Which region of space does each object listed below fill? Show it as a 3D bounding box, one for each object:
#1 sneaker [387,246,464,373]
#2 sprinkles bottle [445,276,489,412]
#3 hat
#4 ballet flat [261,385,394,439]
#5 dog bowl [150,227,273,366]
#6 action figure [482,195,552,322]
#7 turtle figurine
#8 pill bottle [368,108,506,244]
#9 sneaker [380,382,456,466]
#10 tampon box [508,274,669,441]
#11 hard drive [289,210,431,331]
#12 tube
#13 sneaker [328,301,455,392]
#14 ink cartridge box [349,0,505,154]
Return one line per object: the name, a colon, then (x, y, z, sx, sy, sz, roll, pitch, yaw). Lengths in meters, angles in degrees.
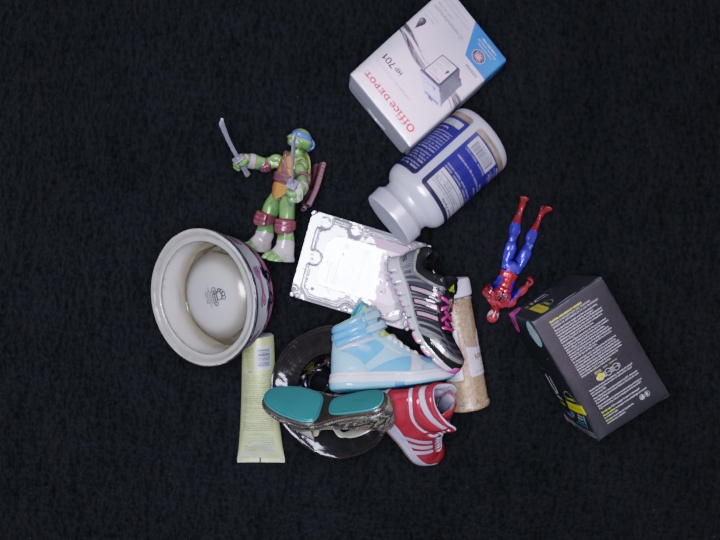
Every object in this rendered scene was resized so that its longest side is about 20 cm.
sneaker: (0.112, 0.049, 1.161, 0.087, 0.073, 0.202, -33, 66, 20)
sprinkles bottle: (0.153, 0.114, 1.236, 0.067, 0.068, 0.204, -10, 92, -2)
hat: (-0.046, 0.191, 1.217, 0.197, 0.081, 0.205, 4, 73, -14)
ballet flat: (-0.044, 0.208, 1.122, 0.196, 0.068, 0.076, -3, 128, 20)
dog bowl: (-0.215, 0.036, 1.181, 0.197, 0.073, 0.205, 3, 97, 28)
action figure: (0.240, -0.012, 1.225, 0.064, 0.099, 0.203, 21, 93, -1)
turtle figurine: (-0.142, -0.119, 1.174, 0.141, 0.200, 0.198, 13, 100, 13)
pill bottle: (0.114, -0.139, 1.197, 0.199, 0.116, 0.116, -41, 92, -7)
sneaker: (0.111, 0.230, 1.177, 0.111, 0.200, 0.072, -15, 50, 24)
tampon box: (0.338, 0.125, 1.202, 0.125, 0.150, 0.202, -31, 92, -2)
hard drive: (0.000, 0.000, 1.243, 0.196, 0.038, 0.142, 17, 90, -2)
tube: (-0.159, 0.200, 1.238, 0.051, 0.057, 0.204, -6, 96, -46)
sneaker: (0.046, 0.110, 1.180, 0.196, 0.080, 0.133, -1, 75, -18)
ink cartridge box: (0.100, -0.302, 1.217, 0.200, 0.086, 0.147, -42, 92, -2)
